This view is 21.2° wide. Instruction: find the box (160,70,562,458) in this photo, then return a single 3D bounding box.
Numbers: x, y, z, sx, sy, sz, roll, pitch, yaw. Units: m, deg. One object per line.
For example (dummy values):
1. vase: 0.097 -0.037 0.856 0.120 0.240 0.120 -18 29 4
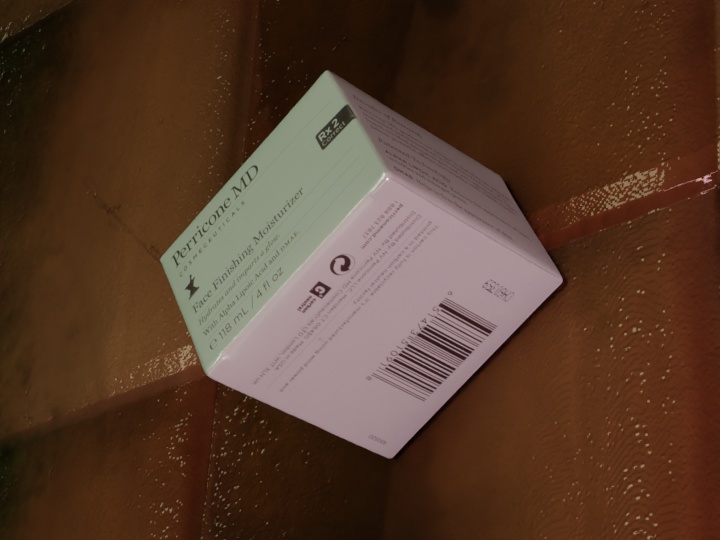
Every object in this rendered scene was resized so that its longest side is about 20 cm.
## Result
1. box: 0.000 0.000 1.391 0.199 0.199 0.131 -47 42 17
